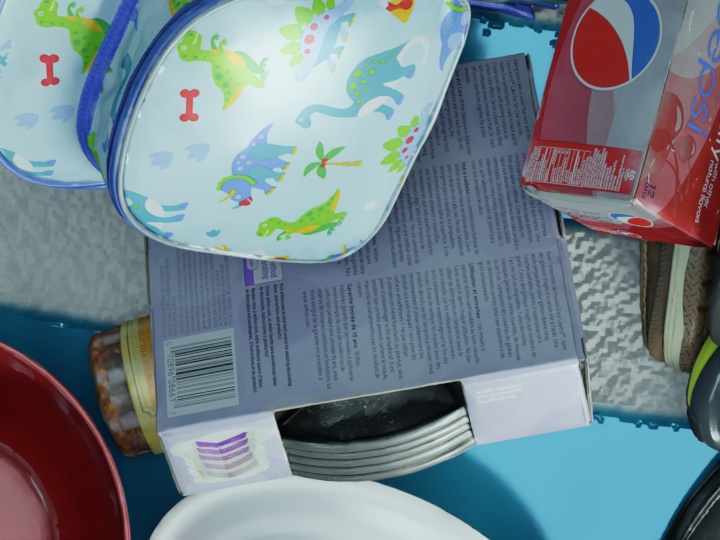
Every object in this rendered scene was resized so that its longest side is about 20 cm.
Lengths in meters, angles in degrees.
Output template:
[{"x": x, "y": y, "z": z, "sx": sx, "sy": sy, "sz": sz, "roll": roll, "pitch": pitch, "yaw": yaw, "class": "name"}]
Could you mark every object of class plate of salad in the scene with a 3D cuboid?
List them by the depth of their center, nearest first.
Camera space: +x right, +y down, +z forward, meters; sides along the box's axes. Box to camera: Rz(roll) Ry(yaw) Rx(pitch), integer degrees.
[{"x": -0.001, "y": 0.156, "z": 1.263, "sx": 0.200, "sy": 0.048, "sz": 0.200, "roll": 12, "pitch": 132, "yaw": 13, "class": "plate of salad"}]

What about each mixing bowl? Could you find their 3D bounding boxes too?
[{"x": -0.196, "y": 0.124, "z": 1.274, "sx": 0.200, "sy": 0.108, "sz": 0.200, "roll": 0, "pitch": 86, "yaw": 3, "class": "mixing bowl"}]

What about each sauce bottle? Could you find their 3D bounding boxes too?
[{"x": -0.023, "y": 0.031, "z": 1.287, "sx": 0.200, "sy": 0.066, "sz": 0.066, "roll": -17, "pitch": 91, "yaw": 3, "class": "sauce bottle"}]

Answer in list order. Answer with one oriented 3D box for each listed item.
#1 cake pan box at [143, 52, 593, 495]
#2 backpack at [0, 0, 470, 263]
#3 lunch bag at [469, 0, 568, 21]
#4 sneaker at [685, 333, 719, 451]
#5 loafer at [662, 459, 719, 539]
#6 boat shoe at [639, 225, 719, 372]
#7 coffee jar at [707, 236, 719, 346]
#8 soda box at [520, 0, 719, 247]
[{"x": 0.000, "y": 0.000, "z": 1.232, "sx": 0.184, "sy": 0.052, "sz": 0.200, "roll": -12, "pitch": 47, "yaw": 4, "class": "cake pan box"}, {"x": -0.062, "y": -0.102, "z": 1.146, "sx": 0.200, "sy": 0.147, "sz": 0.183, "roll": 5, "pitch": 128, "yaw": -26, "class": "backpack"}, {"x": 0.039, "y": -0.199, "z": 1.267, "sx": 0.200, "sy": 0.082, "sz": 0.161, "roll": 8, "pitch": 95, "yaw": 4, "class": "lunch bag"}, {"x": 0.240, "y": 0.033, "z": 1.247, "sx": 0.200, "sy": 0.081, "sz": 0.074, "roll": -24, "pitch": 124, "yaw": 2, "class": "sneaker"}, {"x": 0.158, "y": 0.167, "z": 1.276, "sx": 0.073, "sy": 0.072, "sz": 0.200, "roll": 23, "pitch": 93, "yaw": 3, "class": "loafer"}, {"x": 0.148, "y": -0.058, "z": 1.279, "sx": 0.075, "sy": 0.075, "sz": 0.202, "roll": 15, "pitch": 98, "yaw": 32, "class": "boat shoe"}, {"x": 0.222, "y": -0.045, "z": 1.216, "sx": 0.104, "sy": 0.085, "sz": 0.200, "roll": 17, "pitch": 64, "yaw": 13, "class": "coffee jar"}, {"x": 0.133, "y": -0.115, "z": 1.196, "sx": 0.063, "sy": 0.070, "sz": 0.200, "roll": 10, "pitch": 80, "yaw": 40, "class": "soda box"}]
